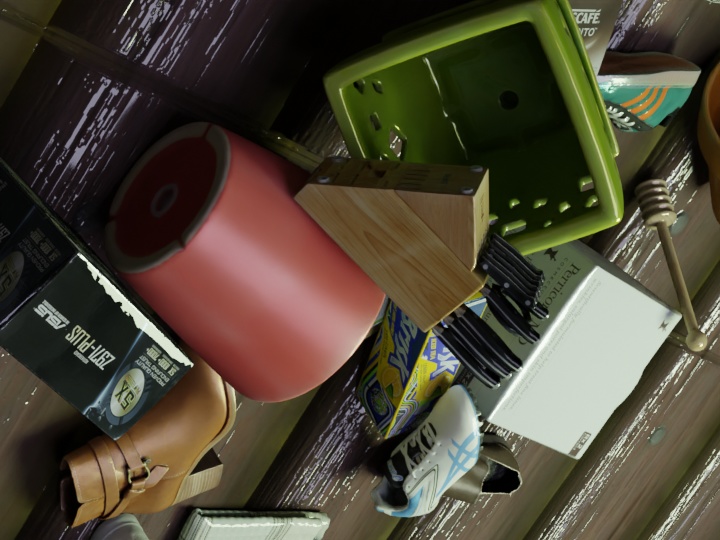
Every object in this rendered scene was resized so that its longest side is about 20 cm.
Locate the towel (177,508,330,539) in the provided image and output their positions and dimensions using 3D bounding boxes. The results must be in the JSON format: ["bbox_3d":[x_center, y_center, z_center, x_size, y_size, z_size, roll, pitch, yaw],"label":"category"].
[{"bbox_3d":[-0.134,0.335,1.620,0.199,0.035,0.193,9,114,-45],"label":"towel"}]

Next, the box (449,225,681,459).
[{"bbox_3d":[0.203,0.069,1.635,0.200,0.131,0.199,26,101,-48],"label":"box"}]

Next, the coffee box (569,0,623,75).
[{"bbox_3d":[0.154,-0.181,1.438,0.113,0.080,0.201,-6,124,-37],"label":"coffee box"}]

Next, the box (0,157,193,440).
[{"bbox_3d":[-0.240,0.009,1.148,0.086,0.200,0.164,-43,139,-5],"label":"box"}]

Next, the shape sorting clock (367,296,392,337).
[{"bbox_3d":[0.000,0.000,1.474,0.199,0.039,0.201,-33,147,-25],"label":"shape sorting clock"}]

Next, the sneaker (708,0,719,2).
[{"bbox_3d":[0.395,-0.326,1.508,0.200,0.115,0.076,-40,138,-10],"label":"sneaker"}]

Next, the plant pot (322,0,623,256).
[{"bbox_3d":[0.109,-0.131,1.297,0.198,0.182,0.201,-16,107,21],"label":"plant pot"}]

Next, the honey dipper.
[{"bbox_3d":[0.338,-0.006,1.652,0.038,0.201,0.038,-9,152,-5],"label":"honey dipper"}]

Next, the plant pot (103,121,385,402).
[{"bbox_3d":[-0.103,-0.017,1.271,0.201,0.200,0.177,-51,128,3],"label":"plant pot"}]

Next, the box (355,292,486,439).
[{"bbox_3d":[0.060,0.076,1.534,0.070,0.064,0.201,-16,144,-32],"label":"box"}]

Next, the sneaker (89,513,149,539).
[{"bbox_3d":[-0.239,0.349,1.479,0.073,0.116,0.201,1,121,-43],"label":"sneaker"}]

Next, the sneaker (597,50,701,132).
[{"bbox_3d":[0.267,-0.175,1.546,0.199,0.071,0.080,-6,121,-42],"label":"sneaker"}]

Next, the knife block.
[{"bbox_3d":[0.052,0.004,1.237,0.064,0.199,0.177,-58,150,-62],"label":"knife block"}]

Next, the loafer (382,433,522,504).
[{"bbox_3d":[0.111,0.222,1.718,0.199,0.071,0.073,0,121,-41],"label":"loafer"}]

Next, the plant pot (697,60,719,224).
[{"bbox_3d":[0.463,-0.123,1.685,0.200,0.200,0.184,-33,153,-16],"label":"plant pot"}]

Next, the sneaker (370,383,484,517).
[{"bbox_3d":[0.068,0.191,1.574,0.072,0.072,0.200,-6,142,-30],"label":"sneaker"}]

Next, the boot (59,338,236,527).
[{"bbox_3d":[-0.201,0.144,1.398,0.154,0.077,0.201,-13,136,-29],"label":"boot"}]
